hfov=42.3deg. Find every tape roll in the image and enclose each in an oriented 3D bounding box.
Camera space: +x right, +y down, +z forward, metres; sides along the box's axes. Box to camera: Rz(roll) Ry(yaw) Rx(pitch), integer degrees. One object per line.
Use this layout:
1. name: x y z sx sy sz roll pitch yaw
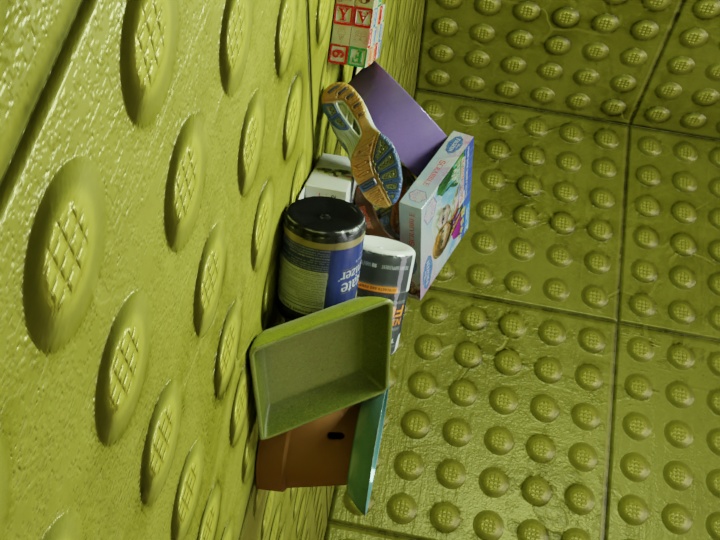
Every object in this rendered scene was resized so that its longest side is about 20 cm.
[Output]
1. tape roll: 0.059 -0.254 1.565 0.085 0.200 0.200 -45 -179 8

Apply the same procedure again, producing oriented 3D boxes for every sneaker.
1. sneaker: 0.008 -0.191 1.415 0.088 0.075 0.202 -62 128 -87

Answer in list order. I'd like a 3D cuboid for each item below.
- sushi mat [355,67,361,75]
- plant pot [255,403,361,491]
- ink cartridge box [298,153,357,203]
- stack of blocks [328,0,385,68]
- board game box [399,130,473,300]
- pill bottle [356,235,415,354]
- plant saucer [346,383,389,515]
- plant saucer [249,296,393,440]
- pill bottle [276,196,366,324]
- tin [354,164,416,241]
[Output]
1. sushi mat: -0.007 -0.348 1.770 0.096 0.012 0.202 72 28 -85
2. plant pot: -0.072 0.249 1.443 0.200 0.138 0.203 9 90 -86
3. ink cartridge box: -0.050 -0.091 1.417 0.200 0.067 0.116 -72 170 -64
4. stack of blocks: 0.000 -0.389 1.457 0.200 0.058 0.117 -67 166 -71
5. board game box: 0.124 -0.089 1.518 0.200 0.041 0.201 -53 153 -37
6. pill bottle: 0.013 0.057 1.365 0.106 0.105 0.202 -63 163 -76
7. plant saucer: 0.009 0.259 1.382 0.200 0.036 0.203 10 90 -85
8. plant saucer: -0.057 0.120 1.242 0.201 0.198 0.048 91 -27 -47
9. pill bottle: -0.057 0.011 1.268 0.112 0.110 0.202 -73 171 -60
10. tin: 0.050 -0.108 1.514 0.200 0.042 0.113 -33 105 -61
